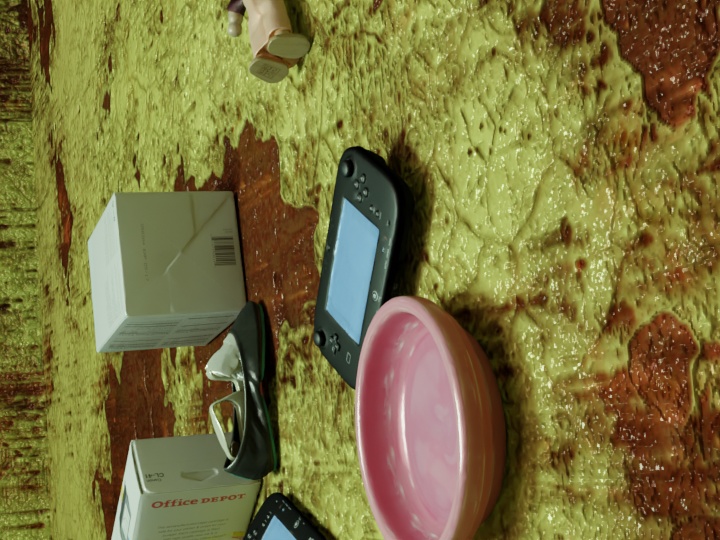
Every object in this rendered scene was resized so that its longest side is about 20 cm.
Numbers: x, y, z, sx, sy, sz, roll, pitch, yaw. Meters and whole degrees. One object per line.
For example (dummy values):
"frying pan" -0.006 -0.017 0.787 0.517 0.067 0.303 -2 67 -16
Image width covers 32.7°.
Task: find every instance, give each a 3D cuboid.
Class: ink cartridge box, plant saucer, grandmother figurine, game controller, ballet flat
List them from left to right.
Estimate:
"ink cartridge box" -0.213 0.293 1.473 0.086 0.146 0.201 -117 34 -43
"ballet flat" -0.135 0.133 1.371 0.068 0.068 0.202 144 122 -64
"grandmother figurine" -0.104 -0.292 1.288 0.121 0.060 0.202 -34 53 33
"game controller" -0.079 0.299 1.249 0.200 0.042 0.105 24 94 65
"game controller" 0.000 0.000 1.043 0.104 0.042 0.202 -125 39 -55
"plant saucer" 0.053 0.120 0.927 0.200 0.050 0.203 179 90 -67

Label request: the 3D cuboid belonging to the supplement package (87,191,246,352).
"supplement package" -0.245 0.005 1.526 0.200 0.149 0.153 144 121 -63
